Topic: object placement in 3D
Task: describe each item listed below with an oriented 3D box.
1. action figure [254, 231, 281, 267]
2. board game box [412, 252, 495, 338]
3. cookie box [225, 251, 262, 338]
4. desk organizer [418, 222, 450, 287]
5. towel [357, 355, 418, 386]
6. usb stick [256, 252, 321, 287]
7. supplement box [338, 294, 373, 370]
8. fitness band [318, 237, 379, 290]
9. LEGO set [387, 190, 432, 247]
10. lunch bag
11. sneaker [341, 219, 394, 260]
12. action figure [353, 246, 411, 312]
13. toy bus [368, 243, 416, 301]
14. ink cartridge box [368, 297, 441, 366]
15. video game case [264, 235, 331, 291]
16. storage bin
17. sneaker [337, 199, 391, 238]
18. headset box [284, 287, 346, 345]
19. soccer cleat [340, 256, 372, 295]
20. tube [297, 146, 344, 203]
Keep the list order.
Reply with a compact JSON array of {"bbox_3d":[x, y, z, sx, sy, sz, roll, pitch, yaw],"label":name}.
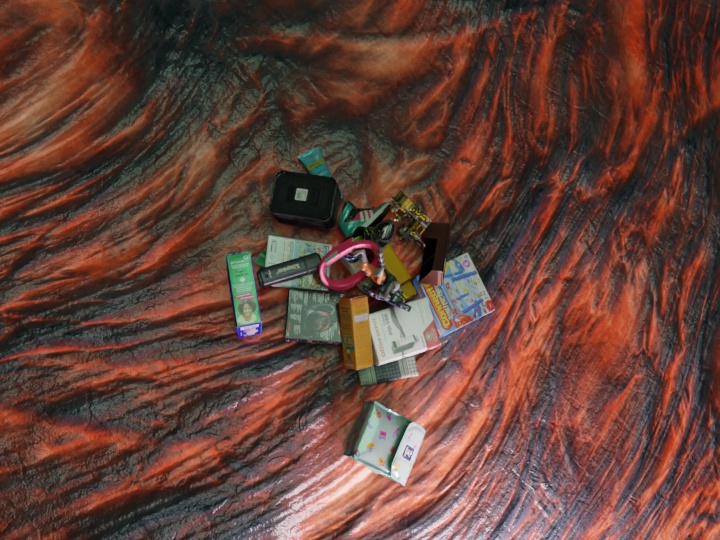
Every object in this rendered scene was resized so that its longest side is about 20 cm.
[{"bbox_3d":[-0.208,-0.008,1.656,0.198,0.055,0.119,37,71,-6],"label":"action figure"},{"bbox_3d":[0.291,0.076,1.715,0.192,0.056,0.204,-24,80,-15],"label":"board game box"},{"bbox_3d":[-0.330,0.072,1.553,0.073,0.171,0.206,-9,77,-14],"label":"cookie box"},{"bbox_3d":[0.229,-0.054,1.691,0.075,0.073,0.203,5,51,12],"label":"desk organizer"},{"bbox_3d":[0.069,0.234,1.653,0.187,0.035,0.206,-9,79,-9],"label":"towel"},{"bbox_3d":[-0.204,-0.002,1.594,0.195,0.033,0.057,-17,89,-19],"label":"usb stick"},{"bbox_3d":[-0.013,0.175,1.563,0.068,0.066,0.206,-10,96,-38],"label":"supplement box"},{"bbox_3d":[-0.031,-0.018,1.595,0.197,0.144,0.038,-30,44,12],"label":"fitness band"},{"bbox_3d":[0.136,-0.154,1.684,0.153,0.201,0.116,40,99,-17],"label":"LEGO set"},{"bbox_3d":[0.076,0.484,1.537,0.197,0.122,0.173,30,70,-9],"label":"lunch bag"},{"bbox_3d":[0.024,-0.096,1.627,0.196,0.083,0.071,-27,68,-22],"label":"sneaker"},{"bbox_3d":[0.079,0.031,1.555,0.198,0.194,0.106,26,74,38],"label":"action figure"},{"bbox_3d":[0.098,-0.001,1.687,0.064,0.079,0.202,-28,75,-15],"label":"toy bus"},{"bbox_3d":[0.119,0.180,1.611,0.195,0.083,0.151,-16,79,-10],"label":"ink cartridge box"},{"bbox_3d":[-0.186,-0.018,1.630,0.194,0.018,0.148,8,80,-17],"label":"video game case"},{"bbox_3d":[-0.167,-0.213,1.670,0.194,0.094,0.139,9,78,7],"label":"storage bin"},{"bbox_3d":[-0.001,-0.181,1.726,0.121,0.084,0.199,44,59,10],"label":"sneaker"},{"bbox_3d":[-0.123,0.139,1.618,0.194,0.075,0.153,5,75,-8],"label":"headset box"},{"bbox_3d":[0.000,0.000,1.675,0.069,0.078,0.201,-39,85,-17],"label":"soccer cleat"},{"bbox_3d":[-0.121,-0.300,1.757,0.076,0.051,0.203,-26,77,-21],"label":"tube"}]
